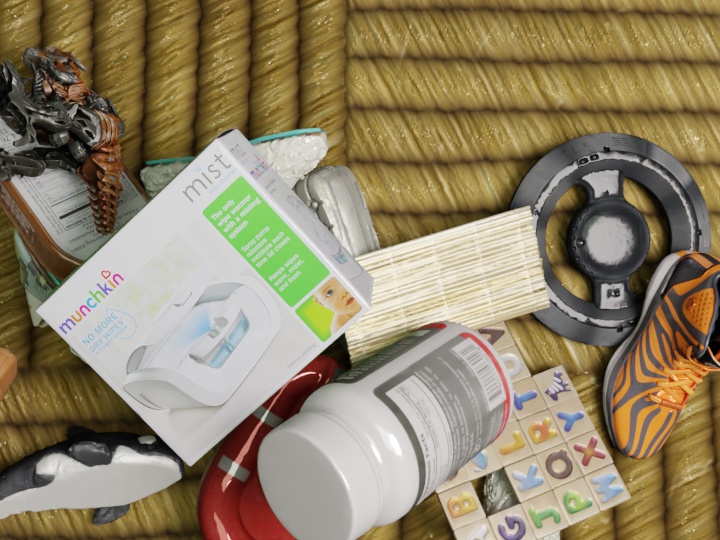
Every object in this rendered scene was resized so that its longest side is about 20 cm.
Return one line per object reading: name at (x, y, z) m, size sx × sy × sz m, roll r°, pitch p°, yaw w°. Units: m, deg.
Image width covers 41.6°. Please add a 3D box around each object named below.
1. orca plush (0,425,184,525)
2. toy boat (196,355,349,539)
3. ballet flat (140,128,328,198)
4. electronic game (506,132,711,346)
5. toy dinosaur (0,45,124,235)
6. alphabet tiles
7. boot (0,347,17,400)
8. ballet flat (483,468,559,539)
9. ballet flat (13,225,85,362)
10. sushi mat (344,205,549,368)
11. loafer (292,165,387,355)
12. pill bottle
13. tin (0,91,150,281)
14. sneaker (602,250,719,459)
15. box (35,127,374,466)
orca plush at (-0.261, 0.180, 0.860) m, size 0.199 × 0.071 × 0.105 m, roll -24°, pitch 130°, yaw 6°
toy boat at (-0.051, 0.176, 0.809) m, size 0.130 × 0.131 × 0.201 m, roll 33°, pitch 84°, yaw -18°
ballet flat at (-0.109, -0.080, 0.852) m, size 0.199 × 0.072 × 0.072 m, roll -7°, pitch 84°, yaw 29°
electronic game at (0.233, -0.029, 0.895) m, size 0.198 × 0.042 × 0.202 m, roll 0°, pitch 92°, yaw -3°
toy dinosaur at (-0.251, -0.121, 0.808) m, size 0.200 × 0.135 × 0.103 m, roll 40°, pitch 116°, yaw 35°
alphabet tiles at (0.127, 0.140, 0.850) m, size 0.166 × 0.008 × 0.201 m, roll -17°, pitch 67°, yaw -18°
boot at (-0.372, 0.158, 0.831) m, size 0.074 × 0.199 × 0.155 m, roll 39°, pitch 46°, yaw -27°
ballet flat at (0.149, 0.263, 0.844) m, size 0.071 × 0.072 × 0.202 m, roll -2°, pitch 84°, yaw -2°
ballet flat at (-0.253, 0.041, 0.865) m, size 0.200 × 0.069 × 0.071 m, roll 42°, pitch 110°, yaw 2°
sushi mat at (0.073, 0.014, 0.840) m, size 0.199 × 0.012 × 0.096 m, roll -17°, pitch 97°, yaw -14°
loafer at (0.000, 0.000, 0.870) m, size 0.070 × 0.070 × 0.201 m, roll -26°, pitch 103°, yaw -42°
pill bottle at (0.022, 0.125, 0.735) m, size 0.199 × 0.114 × 0.114 m, roll -26°, pitch 85°, yaw -45°
tin at (-0.265, -0.075, 0.854) m, size 0.112 × 0.042 × 0.200 m, roll -33°, pitch 80°, yaw -31°
sneaker at (0.281, 0.085, 0.833) m, size 0.077 × 0.112 × 0.201 m, roll 10°, pitch 101°, yaw -14°
box at (-0.119, 0.018, 0.765) m, size 0.200 × 0.097 × 0.177 m, roll -40°, pitch 100°, yaw 10°
